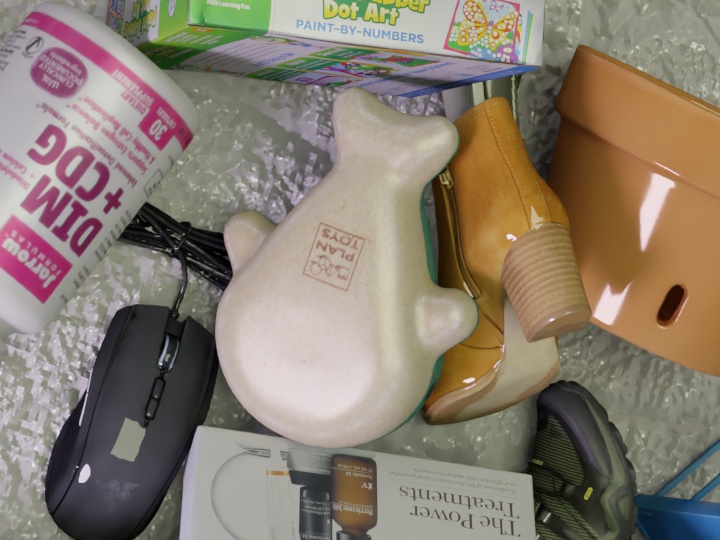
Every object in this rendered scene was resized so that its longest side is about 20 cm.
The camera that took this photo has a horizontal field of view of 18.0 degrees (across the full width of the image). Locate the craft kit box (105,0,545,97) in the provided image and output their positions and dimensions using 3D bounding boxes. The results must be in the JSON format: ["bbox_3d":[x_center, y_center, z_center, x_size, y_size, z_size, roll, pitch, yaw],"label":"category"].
[{"bbox_3d":[-0.026,-0.133,1.258,0.197,0.200,0.049,2,89,-19],"label":"craft kit box"}]

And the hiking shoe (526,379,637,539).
[{"bbox_3d":[0.107,0.167,1.364,0.101,0.076,0.200,-1,91,-22],"label":"hiking shoe"}]

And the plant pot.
[{"bbox_3d":[0.188,-0.029,1.345,0.200,0.200,0.140,23,100,-17],"label":"plant pot"}]

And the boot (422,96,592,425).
[{"bbox_3d":[0.068,-0.004,1.320,0.071,0.201,0.144,-11,69,-24],"label":"boot"}]

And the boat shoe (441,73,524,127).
[{"bbox_3d":[0.077,-0.147,1.360,0.060,0.072,0.202,-8,89,-15],"label":"boat shoe"}]

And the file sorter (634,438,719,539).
[{"bbox_3d":[0.282,0.165,1.359,0.123,0.200,0.139,-38,101,-18],"label":"file sorter"}]

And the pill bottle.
[{"bbox_3d":[-0.188,-0.038,1.237,0.113,0.113,0.200,39,80,-14],"label":"pill bottle"}]

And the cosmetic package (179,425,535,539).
[{"bbox_3d":[-0.001,0.171,1.263,0.200,0.052,0.151,9,48,-10],"label":"cosmetic package"}]

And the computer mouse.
[{"bbox_3d":[-0.142,0.051,1.297,0.140,0.046,0.200,30,81,-17],"label":"computer mouse"}]

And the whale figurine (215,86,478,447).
[{"bbox_3d":[0.000,0.000,1.286,0.159,0.104,0.200,19,99,20],"label":"whale figurine"}]
